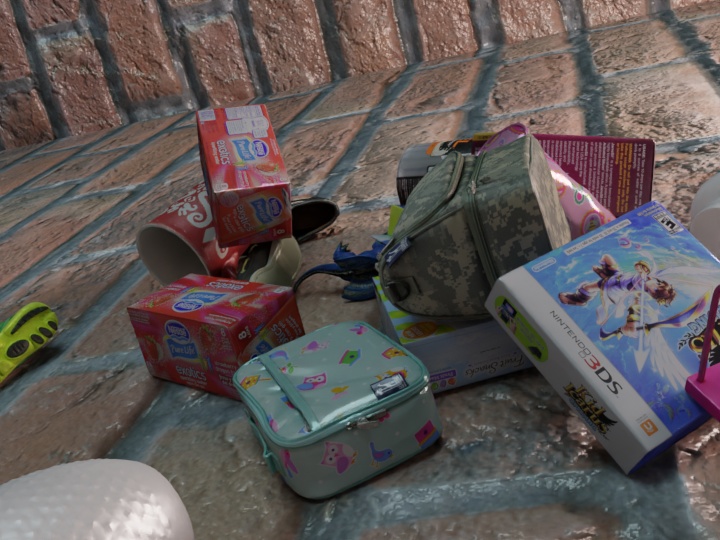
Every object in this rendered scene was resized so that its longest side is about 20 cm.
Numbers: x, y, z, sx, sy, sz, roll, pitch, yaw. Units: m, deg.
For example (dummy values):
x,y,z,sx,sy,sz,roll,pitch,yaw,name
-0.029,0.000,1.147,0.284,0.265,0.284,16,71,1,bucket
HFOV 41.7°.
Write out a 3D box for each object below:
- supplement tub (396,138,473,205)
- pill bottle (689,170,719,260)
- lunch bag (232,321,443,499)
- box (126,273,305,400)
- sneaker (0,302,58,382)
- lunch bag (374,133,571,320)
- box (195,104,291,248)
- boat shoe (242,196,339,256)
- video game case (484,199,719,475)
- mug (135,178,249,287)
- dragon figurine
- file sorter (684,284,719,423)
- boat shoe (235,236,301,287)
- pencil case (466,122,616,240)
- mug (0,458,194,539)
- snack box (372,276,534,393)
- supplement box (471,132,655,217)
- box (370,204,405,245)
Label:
x,y,z,sx,sy,sz,roll,pitch,yaw,name
0.162,-0.128,1.356,0.200,0.123,0.123,0,24,31,supplement tub
0.434,-0.072,1.032,0.111,0.111,0.200,5,27,43,pill bottle
-0.028,0.121,0.872,0.160,0.077,0.200,-20,20,-17,lunch bag
-0.162,0.071,1.075,0.200,0.096,0.100,7,29,45,box
-0.485,0.118,1.240,0.200,0.074,0.084,-37,3,-40,sneaker
0.111,-0.037,0.936,0.168,0.139,0.200,-17,19,18,lunch bag
-0.159,-0.132,1.279,0.102,0.095,0.200,-9,42,-12,box
-0.129,-0.070,1.477,0.200,0.072,0.068,-18,16,-16,boat shoe
0.237,0.045,0.791,0.200,0.045,0.181,-25,63,-27,video game case
-0.196,-0.054,1.375,0.133,0.178,0.200,-31,16,50,mug
0.000,0.000,1.213,0.200,0.059,0.099,-11,19,5,dragon figurine
0.363,0.049,0.670,0.200,0.126,0.139,-20,41,-16,file sorter
-0.129,0.021,1.225,0.061,0.072,0.201,-21,24,23,boat shoe
0.213,-0.079,1.080,0.087,0.200,0.087,-36,33,28,pencil case
-0.191,0.224,0.642,0.200,0.148,0.175,36,38,26,mug
0.111,0.046,0.997,0.168,0.068,0.200,-14,18,-2,snack box
0.252,-0.121,1.204,0.200,0.103,0.131,1,7,-9,supplement box
0.128,-0.048,1.178,0.200,0.048,0.122,1,12,-24,box
